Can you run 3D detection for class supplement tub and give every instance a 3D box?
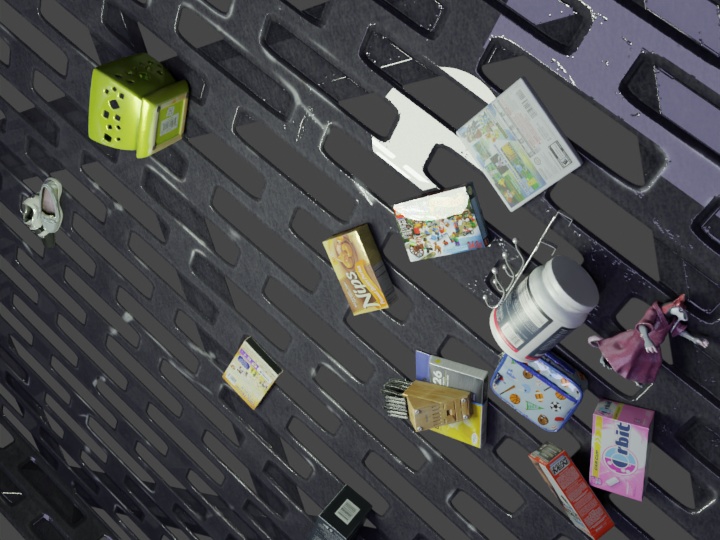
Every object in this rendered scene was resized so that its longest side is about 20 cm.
[{"bbox_3d":[0.369,0.080,1.459,0.140,0.140,0.201,45,130,7],"label":"supplement tub"}]

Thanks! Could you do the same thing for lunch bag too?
[{"bbox_3d":[0.387,0.242,1.577,0.198,0.075,0.162,35,127,15],"label":"lunch bag"}]

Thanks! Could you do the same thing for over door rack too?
[{"bbox_3d":[0.324,-0.031,1.433,0.066,0.148,0.201,40,131,4],"label":"over door rack"}]

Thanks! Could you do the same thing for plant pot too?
[{"bbox_3d":[-0.558,-0.415,1.849,0.179,0.200,0.201,28,127,11],"label":"plant pot"}]

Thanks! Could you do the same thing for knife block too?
[{"bbox_3d":[0.153,0.308,1.745,0.196,0.176,0.065,-12,113,-8],"label":"knife block"}]

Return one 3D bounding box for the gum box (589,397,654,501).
[{"bbox_3d":[0.554,0.385,1.532,0.112,0.066,0.204,10,119,31],"label":"gum box"}]

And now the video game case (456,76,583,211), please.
[{"bbox_3d":[0.309,-0.243,1.417,0.182,0.022,0.201,-35,91,42],"label":"video game case"}]

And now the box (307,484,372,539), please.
[{"bbox_3d":[-0.068,0.764,2.126,0.106,0.148,0.202,33,128,17],"label":"box"}]

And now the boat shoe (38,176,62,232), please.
[{"bbox_3d":[-1.022,-0.207,2.363,0.073,0.065,0.204,21,123,-1],"label":"boat shoe"}]

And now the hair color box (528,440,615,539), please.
[{"bbox_3d":[0.470,0.491,1.615,0.202,0.063,0.111,57,174,-1],"label":"hair color box"}]

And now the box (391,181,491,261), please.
[{"bbox_3d":[0.174,-0.103,1.575,0.197,0.038,0.139,-11,106,39],"label":"box"}]

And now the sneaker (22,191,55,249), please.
[{"bbox_3d":[-1.099,-0.158,2.442,0.073,0.088,0.204,12,121,29],"label":"sneaker"}]

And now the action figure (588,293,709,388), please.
[{"bbox_3d":[0.563,0.121,1.393,0.202,0.132,0.150,-64,29,25],"label":"action figure"}]

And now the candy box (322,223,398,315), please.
[{"bbox_3d":[0.000,0.000,1.743,0.114,0.055,0.203,-14,104,40],"label":"candy box"}]

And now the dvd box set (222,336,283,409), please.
[{"bbox_3d":[-0.325,0.310,2.156,0.146,0.029,0.201,43,130,9],"label":"dvd box set"}]

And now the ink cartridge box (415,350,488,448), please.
[{"bbox_3d":[0.214,0.313,1.758,0.197,0.047,0.201,12,120,29],"label":"ink cartridge box"}]
